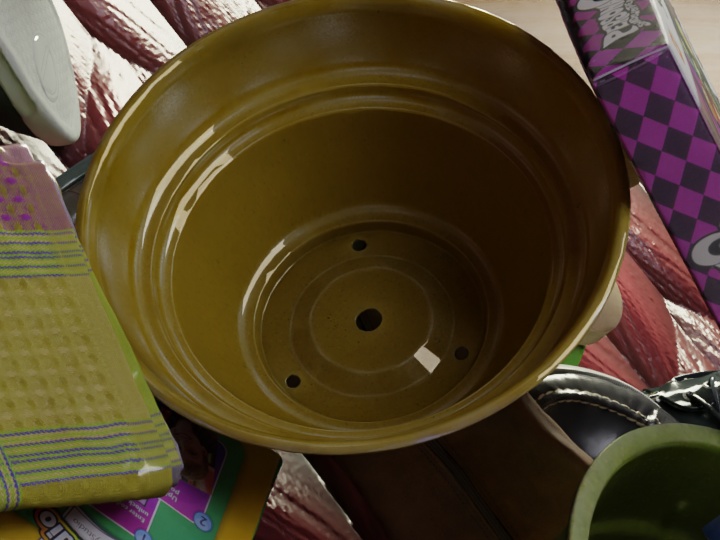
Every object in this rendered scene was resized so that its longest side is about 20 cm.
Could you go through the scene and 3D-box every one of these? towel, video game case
[{"bbox_3d":[-0.158,0.021,0.810,0.199,0.023,0.144,-3,58,-41],"label":"towel"},{"bbox_3d":[0.128,-0.045,0.973,0.200,0.036,0.182,58,13,-30],"label":"video game case"}]

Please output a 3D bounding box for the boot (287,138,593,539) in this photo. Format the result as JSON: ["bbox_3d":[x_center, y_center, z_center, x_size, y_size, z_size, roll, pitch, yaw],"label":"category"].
[{"bbox_3d":[0.063,0.045,1.026,0.200,0.188,0.068,53,11,-6],"label":"boot"}]

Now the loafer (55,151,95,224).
[{"bbox_3d":[-0.117,-0.001,1.010,0.200,0.072,0.063,-31,81,-42],"label":"loafer"}]

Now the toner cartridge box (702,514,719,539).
[{"bbox_3d":[0.209,0.160,0.889,0.095,0.043,0.201,-7,62,-50],"label":"toner cartridge box"}]

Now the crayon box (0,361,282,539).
[{"bbox_3d":[-0.131,0.062,0.867,0.200,0.058,0.119,37,37,-13],"label":"crayon box"}]

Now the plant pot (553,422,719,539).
[{"bbox_3d":[0.097,0.192,0.944,0.200,0.190,0.201,26,41,-25],"label":"plant pot"}]

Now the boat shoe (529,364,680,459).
[{"bbox_3d":[0.142,0.108,1.143,0.200,0.074,0.060,39,-8,-29],"label":"boat shoe"}]

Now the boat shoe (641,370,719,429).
[{"bbox_3d":[0.179,0.080,1.230,0.199,0.066,0.075,3,56,-43],"label":"boat shoe"}]

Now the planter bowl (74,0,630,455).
[{"bbox_3d":[0.000,0.000,0.930,0.199,0.084,0.201,-3,56,5],"label":"planter bowl"}]

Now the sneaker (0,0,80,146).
[{"bbox_3d":[-0.190,-0.097,1.031,0.200,0.099,0.071,46,31,-62],"label":"sneaker"}]

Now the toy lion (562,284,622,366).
[{"bbox_3d":[0.003,0.006,1.137,0.200,0.069,0.192,46,44,-3],"label":"toy lion"}]

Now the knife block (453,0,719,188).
[{"bbox_3d":[0.063,-0.081,1.082,0.175,0.199,0.064,25,48,-56],"label":"knife block"}]
